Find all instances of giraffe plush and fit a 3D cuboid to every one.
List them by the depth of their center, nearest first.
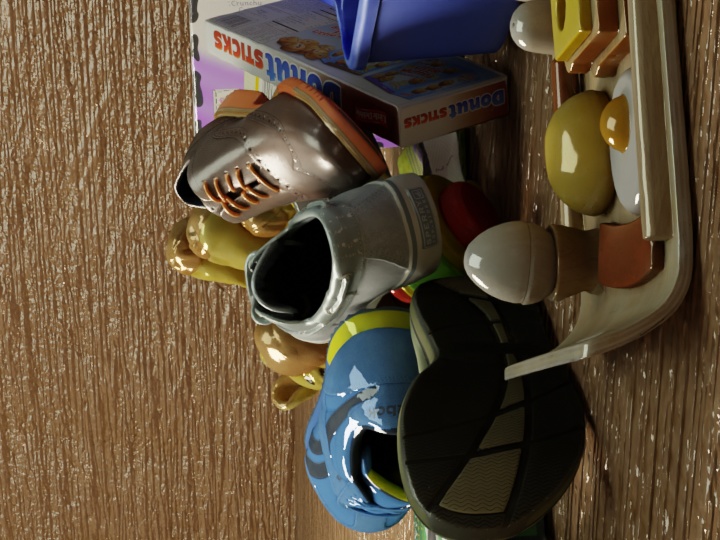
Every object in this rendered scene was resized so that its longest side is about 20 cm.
[{"bbox_3d":[-0.045,0.025,1.315,0.172,0.199,0.163,-32,62,55],"label":"giraffe plush"}]

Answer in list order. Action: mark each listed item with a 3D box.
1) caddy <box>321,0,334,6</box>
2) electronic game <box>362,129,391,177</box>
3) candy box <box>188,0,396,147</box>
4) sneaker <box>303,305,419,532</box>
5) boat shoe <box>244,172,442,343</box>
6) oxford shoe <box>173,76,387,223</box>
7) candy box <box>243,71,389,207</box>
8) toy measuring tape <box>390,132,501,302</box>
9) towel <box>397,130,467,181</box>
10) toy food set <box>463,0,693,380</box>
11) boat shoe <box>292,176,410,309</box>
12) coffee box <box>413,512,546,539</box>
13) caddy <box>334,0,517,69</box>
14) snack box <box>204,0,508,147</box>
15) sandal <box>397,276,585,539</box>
[{"bbox_3d":[0.008,-0.214,1.013,0.142,0.104,0.200,62,167,15],"label":"caddy"},{"bbox_3d":[-0.021,-0.063,1.134,0.201,0.041,0.200,59,165,27],"label":"electronic game"},{"bbox_3d":[-0.044,-0.187,1.195,0.072,0.166,0.201,-98,8,-46],"label":"candy box"},{"bbox_3d":[0.006,0.104,0.857,0.201,0.065,0.079,98,169,-55],"label":"sneaker"},{"bbox_3d":[-0.025,-0.003,0.844,0.201,0.071,0.071,145,112,-66],"label":"boat shoe"},{"bbox_3d":[-0.047,-0.054,0.871,0.071,0.073,0.200,47,166,-16],"label":"oxford shoe"},{"bbox_3d":[-0.018,-0.056,1.041,0.200,0.026,0.103,54,158,28],"label":"candy box"},{"bbox_3d":[0.035,-0.045,0.896,0.074,0.073,0.201,94,169,-49],"label":"toy measuring tape"},{"bbox_3d":[0.047,-0.045,1.058,0.200,0.023,0.145,108,158,-74],"label":"towel"},{"bbox_3d":[0.070,-0.063,0.601,0.144,0.060,0.202,124,143,-81],"label":"toy food set"},{"bbox_3d":[0.000,0.000,0.942,0.202,0.060,0.072,57,156,21],"label":"boat shoe"},{"bbox_3d":[0.060,0.136,0.865,0.200,0.044,0.124,102,166,-68],"label":"coffee box"},{"bbox_3d":[0.018,-0.181,0.778,0.200,0.104,0.142,105,162,-73],"label":"caddy"},{"bbox_3d":[-0.007,-0.114,0.892,0.200,0.072,0.024,32,132,50],"label":"snack box"},{"bbox_3d":[0.056,0.064,0.730,0.201,0.079,0.058,-81,-2,-65],"label":"sandal"}]
